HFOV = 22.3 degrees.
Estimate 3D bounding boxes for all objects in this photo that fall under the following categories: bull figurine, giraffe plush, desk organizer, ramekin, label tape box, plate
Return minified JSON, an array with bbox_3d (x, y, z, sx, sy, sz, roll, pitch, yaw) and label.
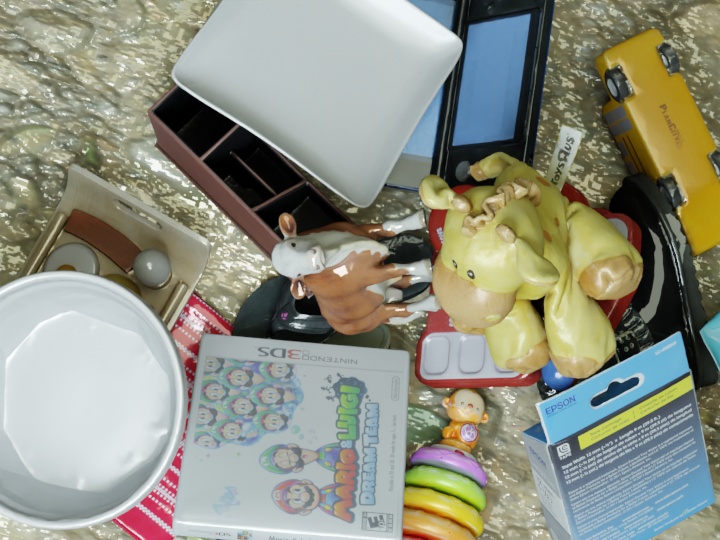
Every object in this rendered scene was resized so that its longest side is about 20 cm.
[{"bbox_3d":[0.000,0.000,1.474,0.120,0.200,0.066,-8,72,6],"label":"bull figurine"},{"bbox_3d":[0.119,-0.012,1.425,0.171,0.162,0.203,6,97,26],"label":"giraffe plush"},{"bbox_3d":[-0.090,-0.079,1.560,0.072,0.077,0.200,-43,75,-11],"label":"desk organizer"},{"bbox_3d":[-0.230,0.103,1.462,0.198,0.105,0.203,0,85,4],"label":"ramekin"},{"bbox_3d":[0.219,0.146,1.574,0.142,0.066,0.201,-26,124,-11],"label":"label tape box"},{"bbox_3d":[-0.036,-0.174,1.551,0.199,0.032,0.201,34,62,-6],"label":"plate"}]

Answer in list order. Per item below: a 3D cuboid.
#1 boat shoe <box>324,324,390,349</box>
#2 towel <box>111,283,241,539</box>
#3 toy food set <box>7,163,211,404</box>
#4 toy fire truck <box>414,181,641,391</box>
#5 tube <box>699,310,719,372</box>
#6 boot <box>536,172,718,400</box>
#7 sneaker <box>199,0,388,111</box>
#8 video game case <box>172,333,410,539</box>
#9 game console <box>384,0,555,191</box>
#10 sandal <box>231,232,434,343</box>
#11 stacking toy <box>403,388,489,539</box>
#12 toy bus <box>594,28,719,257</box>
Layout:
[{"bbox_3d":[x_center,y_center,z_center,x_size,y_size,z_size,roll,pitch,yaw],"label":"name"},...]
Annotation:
[{"bbox_3d":[-0.031,0.130,1.579,0.200,0.074,0.066,-55,137,-34],"label":"boat shoe"},{"bbox_3d":[-0.168,0.127,1.579,0.144,0.022,0.201,40,78,-5],"label":"towel"},{"bbox_3d":[-0.234,0.030,1.544,0.143,0.060,0.201,28,79,6],"label":"toy food set"},{"bbox_3d":[0.143,0.020,1.561,0.198,0.112,0.170,-2,75,31],"label":"toy fire truck"},{"bbox_3d":[0.377,0.020,1.655,0.200,0.050,0.078,-44,117,-23],"label":"tube"},{"bbox_3d":[0.221,0.032,1.631,0.156,0.079,0.213,-16,87,-12],"label":"boot"},{"bbox_3d":[-0.054,-0.160,1.601,0.199,0.081,0.077,37,60,-2],"label":"sneaker"},{"bbox_3d":[-0.052,0.138,1.491,0.180,0.024,0.201,5,46,-1],"label":"video game case"},{"bbox_3d":[0.067,-0.174,1.611,0.117,0.170,0.202,13,81,-35],"label":"game console"},{"bbox_3d":[-0.026,0.018,1.596,0.199,0.048,0.076,-28,74,-15],"label":"sandal"},{"bbox_3d":[0.071,0.194,1.585,0.115,0.110,0.202,21,70,-5],"label":"stacking toy"},{"bbox_3d":[0.278,-0.113,1.657,0.065,0.078,0.202,-26,89,-11],"label":"toy bus"}]
